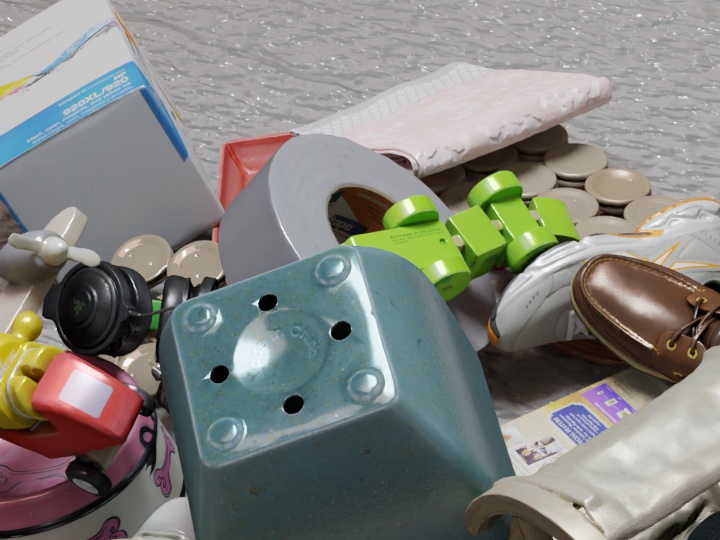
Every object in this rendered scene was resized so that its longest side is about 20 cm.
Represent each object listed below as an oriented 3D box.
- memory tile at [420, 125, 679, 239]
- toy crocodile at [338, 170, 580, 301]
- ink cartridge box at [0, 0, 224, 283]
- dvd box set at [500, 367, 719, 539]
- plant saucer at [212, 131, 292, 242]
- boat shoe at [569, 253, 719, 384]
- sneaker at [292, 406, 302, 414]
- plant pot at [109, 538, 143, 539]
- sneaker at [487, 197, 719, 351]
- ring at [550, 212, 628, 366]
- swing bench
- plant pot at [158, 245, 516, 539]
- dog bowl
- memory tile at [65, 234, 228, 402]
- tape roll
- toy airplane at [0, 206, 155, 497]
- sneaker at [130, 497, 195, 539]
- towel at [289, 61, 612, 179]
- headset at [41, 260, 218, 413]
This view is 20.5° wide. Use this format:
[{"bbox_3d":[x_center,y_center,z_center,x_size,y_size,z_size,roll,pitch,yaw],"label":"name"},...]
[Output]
[{"bbox_3d":[0.141,-0.054,1.524,0.153,0.017,0.200,-22,38,-26],"label":"memory tile"},{"bbox_3d":[0.069,-0.016,1.361,0.199,0.062,0.068,-16,61,-33],"label":"toy crocodile"},{"bbox_3d":[-0.221,-0.107,1.615,0.144,0.148,0.200,-30,36,1],"label":"ink cartridge box"},{"bbox_3d":[0.141,0.141,1.288,0.199,0.030,0.146,-23,37,-19],"label":"dvd box set"},{"bbox_3d":[-0.017,-0.053,1.611,0.199,0.037,0.200,-7,34,4],"label":"plant saucer"},{"bbox_3d":[0.229,0.045,1.304,0.200,0.068,0.072,33,74,14],"label":"boat shoe"},{"bbox_3d":[-0.077,0.083,1.377,0.090,0.075,0.201,-24,41,7],"label":"sneaker"},{"bbox_3d":[-0.122,0.245,1.040,0.186,0.188,0.201,-9,42,1],"label":"plant pot"},{"bbox_3d":[0.186,0.022,1.377,0.199,0.076,0.092,-22,64,-14],"label":"sneaker"},{"bbox_3d":[0.214,0.013,1.470,0.199,0.019,0.201,-7,35,5],"label":"ring"},{"bbox_3d":[0.172,0.149,1.116,0.198,0.201,0.130,-27,37,-24],"label":"swing bench"},{"bbox_3d":[-0.021,0.098,1.174,0.195,0.200,0.197,-20,52,4],"label":"plant pot"},{"bbox_3d":[-0.223,0.132,1.360,0.199,0.074,0.201,-7,33,5],"label":"dog bowl"},{"bbox_3d":[-0.116,0.041,1.484,0.199,0.017,0.154,6,54,23],"label":"memory tile"},{"bbox_3d":[0.000,0.000,1.395,0.200,0.066,0.201,29,35,-23],"label":"tape roll"},{"bbox_3d":[-0.244,0.064,1.271,0.198,0.141,0.201,-28,48,8],"label":"toy airplane"},{"bbox_3d":[-0.130,0.199,1.231,0.076,0.081,0.200,-2,33,15],"label":"sneaker"},{"bbox_3d":[0.067,-0.122,1.586,0.199,0.032,0.191,-24,21,-30],"label":"towel"},{"bbox_3d":[-0.151,0.045,1.386,0.123,0.095,0.200,9,-2,-23],"label":"headset"}]
